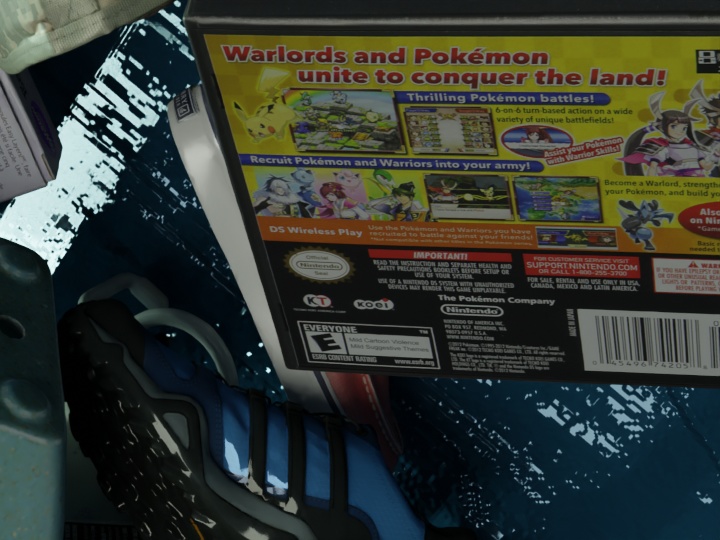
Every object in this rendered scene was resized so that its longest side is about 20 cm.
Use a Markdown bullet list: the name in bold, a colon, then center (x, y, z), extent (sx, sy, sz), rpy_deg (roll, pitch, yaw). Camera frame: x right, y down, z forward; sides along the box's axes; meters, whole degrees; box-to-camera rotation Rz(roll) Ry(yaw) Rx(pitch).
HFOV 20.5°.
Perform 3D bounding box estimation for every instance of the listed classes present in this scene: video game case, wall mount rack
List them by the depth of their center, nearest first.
- **video game case**: center (0.055, -0.026, 0.689), extent (0.200, 0.026, 0.181), rpy_deg (2, 139, 14)
- **wall mount rack**: center (-0.090, 0.104, 0.904), extent (0.174, 0.075, 0.200), rpy_deg (47, 118, 6)

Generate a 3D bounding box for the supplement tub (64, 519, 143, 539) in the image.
- **supplement tub**: center (-0.048, 0.170, 0.843), extent (0.200, 0.123, 0.123), rpy_deg (5, 113, -11)

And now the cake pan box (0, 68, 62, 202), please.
- **cake pan box**: center (-0.238, -0.091, 0.799), extent (0.184, 0.052, 0.200), rpy_deg (-20, 112, 9)

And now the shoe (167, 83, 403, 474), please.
- **shoe**: center (0.000, 0.000, 0.827), extent (0.091, 0.072, 0.200), rpy_deg (-21, 116, 5)

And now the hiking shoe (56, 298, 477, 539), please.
- **hiking shoe**: center (-0.038, 0.081, 0.793), extent (0.200, 0.087, 0.074), rpy_deg (46, 145, 8)

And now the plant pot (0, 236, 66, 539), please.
- **plant pot**: center (-0.211, 0.078, 0.763), extent (0.196, 0.196, 0.200), rpy_deg (22, 121, -27)

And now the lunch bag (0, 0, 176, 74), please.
- **lunch bag**: center (-0.113, -0.169, 0.738), extent (0.117, 0.200, 0.164), rpy_deg (-19, 100, 17)
